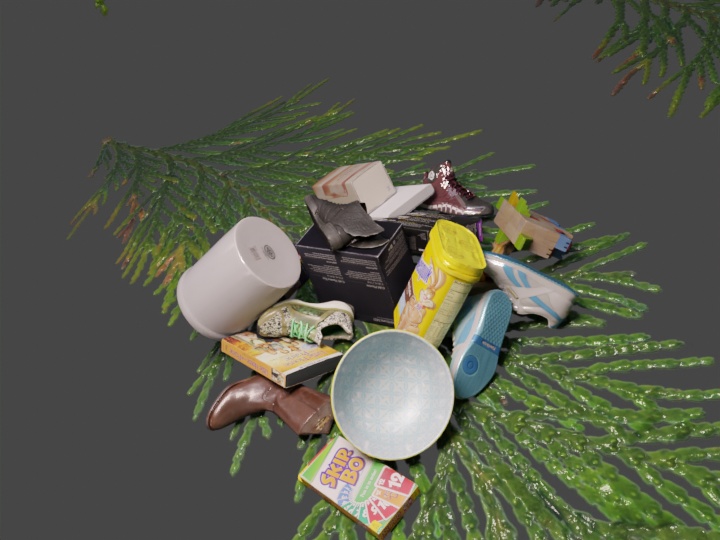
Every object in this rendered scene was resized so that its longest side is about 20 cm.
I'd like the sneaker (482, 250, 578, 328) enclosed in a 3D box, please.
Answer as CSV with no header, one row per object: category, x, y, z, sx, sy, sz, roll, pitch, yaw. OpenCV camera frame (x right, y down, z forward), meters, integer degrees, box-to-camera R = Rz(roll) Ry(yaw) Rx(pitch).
sneaker,0.279,0.028,1.230,0.198,0.082,0.076,29,13,11

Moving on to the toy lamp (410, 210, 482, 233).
toy lamp,0.175,-0.102,1.528,0.198,0.059,0.058,14,48,38

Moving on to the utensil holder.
utensil holder,-0.234,0.016,1.355,0.199,0.169,0.171,-38,25,32

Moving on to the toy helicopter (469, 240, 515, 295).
toy helicopter,0.253,-0.009,1.379,0.130,0.080,0.200,-6,27,33

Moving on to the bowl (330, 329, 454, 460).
bowl,0.047,0.201,1.141,0.198,0.203,0.108,-25,-5,-7

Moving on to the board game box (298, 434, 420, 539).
board game box,-0.009,0.332,1.092,0.198,0.030,0.095,18,51,44

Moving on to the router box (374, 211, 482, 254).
router box,0.127,-0.079,1.415,0.147,0.052,0.199,-14,16,-34

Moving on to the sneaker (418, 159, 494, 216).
sneaker,0.211,-0.186,1.555,0.198,0.118,0.075,14,14,38

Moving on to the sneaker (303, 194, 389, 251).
sneaker,-0.031,-0.098,1.315,0.103,0.061,0.201,-26,42,-6

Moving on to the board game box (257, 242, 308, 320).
board game box,-0.214,0.017,1.566,0.164,0.057,0.200,12,48,39

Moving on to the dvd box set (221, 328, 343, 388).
dvd box set,-0.151,0.156,1.327,0.145,0.030,0.198,-14,25,-43

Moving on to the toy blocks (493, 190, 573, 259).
toy blocks,0.348,-0.073,1.361,0.135,0.101,0.200,21,18,-12

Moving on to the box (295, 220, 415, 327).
box,0.000,0.000,1.376,0.197,0.184,0.104,9,44,33

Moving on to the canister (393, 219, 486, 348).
canister,0.133,0.034,1.228,0.085,0.202,0.149,18,28,-12

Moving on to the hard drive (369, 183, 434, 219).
hard drive,0.071,-0.153,1.606,0.131,0.026,0.199,-38,18,-17

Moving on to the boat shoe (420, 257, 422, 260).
boat shoe,0.162,-0.004,1.401,0.069,0.067,0.200,-28,9,21

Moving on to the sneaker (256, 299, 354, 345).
sneaker,-0.099,0.107,1.335,0.196,0.078,0.089,-4,30,-13

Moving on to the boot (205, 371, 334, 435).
boot,-0.154,0.255,1.230,0.186,0.065,0.199,-40,44,-26

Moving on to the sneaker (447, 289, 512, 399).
sneaker,0.183,0.130,1.227,0.130,0.079,0.202,-8,50,60

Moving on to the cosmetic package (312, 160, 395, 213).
cosmetic package,-0.019,-0.194,1.665,0.103,0.088,0.199,-38,21,-25
